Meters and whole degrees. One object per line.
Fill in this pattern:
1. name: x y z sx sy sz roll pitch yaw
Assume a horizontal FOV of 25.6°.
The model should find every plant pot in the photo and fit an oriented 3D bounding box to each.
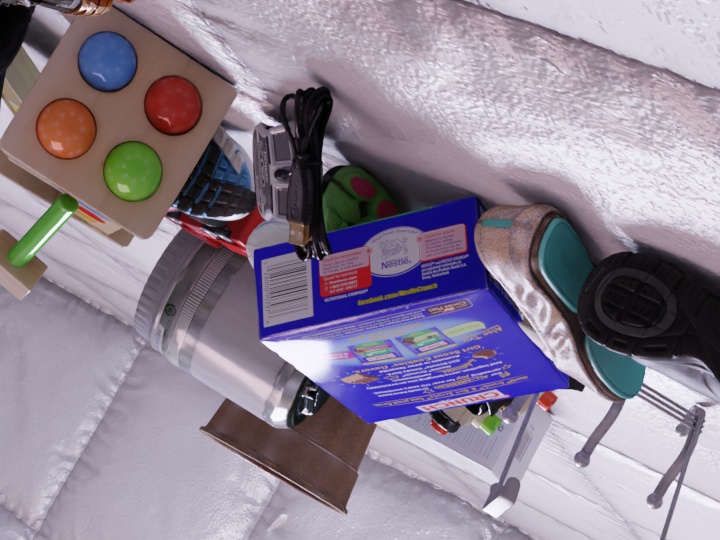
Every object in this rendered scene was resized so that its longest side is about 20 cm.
1. plant pot: -0.055 0.153 1.864 0.199 0.199 0.200 30 171 5

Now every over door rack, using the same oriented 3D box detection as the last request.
1. over door rack: 0.176 0.149 1.204 0.147 0.201 0.067 30 134 -4

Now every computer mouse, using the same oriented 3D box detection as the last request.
1. computer mouse: -0.042 -0.070 1.080 0.043 0.111 0.200 -6 -172 -9

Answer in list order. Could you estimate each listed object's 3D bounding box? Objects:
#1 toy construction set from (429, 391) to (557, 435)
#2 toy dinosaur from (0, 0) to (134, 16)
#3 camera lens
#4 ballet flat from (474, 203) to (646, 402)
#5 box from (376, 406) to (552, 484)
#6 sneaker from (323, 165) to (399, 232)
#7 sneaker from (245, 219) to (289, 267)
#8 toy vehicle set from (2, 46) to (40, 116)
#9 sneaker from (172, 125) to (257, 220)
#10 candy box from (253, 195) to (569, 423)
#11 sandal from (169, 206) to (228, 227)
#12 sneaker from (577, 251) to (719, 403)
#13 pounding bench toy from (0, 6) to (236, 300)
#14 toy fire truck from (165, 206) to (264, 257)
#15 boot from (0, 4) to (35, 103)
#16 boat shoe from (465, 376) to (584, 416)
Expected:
1. toy construction set: 0.076 0.085 1.408 0.199 0.093 0.131 26 -172 17
2. toy dinosaur: -0.172 -0.186 0.890 0.135 0.103 0.199 18 161 -39
3. camera lens: -0.108 0.052 1.606 0.199 0.161 0.160 30 171 10
4. ballet flat: 0.128 0.018 1.028 0.067 0.068 0.200 10 151 36
5. box: 0.087 0.140 1.679 0.199 0.098 0.124 25 170 23
6. sneaker: -0.013 -0.021 1.213 0.084 0.077 0.200 42 165 24
7. sneaker: 0.000 0.000 1.359 0.199 0.072 0.072 22 -156 10
8. toy vehicle set: -0.266 -0.122 1.353 0.201 0.026 0.124 59 167 -28
9. sneaker: -0.135 -0.087 1.300 0.200 0.075 0.086 33 -179 43
10. candy box: 0.041 0.036 1.132 0.168 0.078 0.200 -13 152 18
11. sandal: -0.187 -0.086 1.409 0.199 0.045 0.075 31 -149 25
12. sneaker: 0.227 0.051 0.932 0.199 0.076 0.091 32 -177 33
13. pounding bench toy: -0.200 -0.072 1.143 0.124 0.201 0.156 32 171 -13
14. toy fire truck: -0.086 -0.025 1.497 0.141 0.049 0.199 37 168 -37
15. boot: -0.276 -0.143 1.148 0.065 0.166 0.200 5 180 -23
16. boat shoe: 0.099 0.088 1.302 0.200 0.064 0.074 5 175 -23
